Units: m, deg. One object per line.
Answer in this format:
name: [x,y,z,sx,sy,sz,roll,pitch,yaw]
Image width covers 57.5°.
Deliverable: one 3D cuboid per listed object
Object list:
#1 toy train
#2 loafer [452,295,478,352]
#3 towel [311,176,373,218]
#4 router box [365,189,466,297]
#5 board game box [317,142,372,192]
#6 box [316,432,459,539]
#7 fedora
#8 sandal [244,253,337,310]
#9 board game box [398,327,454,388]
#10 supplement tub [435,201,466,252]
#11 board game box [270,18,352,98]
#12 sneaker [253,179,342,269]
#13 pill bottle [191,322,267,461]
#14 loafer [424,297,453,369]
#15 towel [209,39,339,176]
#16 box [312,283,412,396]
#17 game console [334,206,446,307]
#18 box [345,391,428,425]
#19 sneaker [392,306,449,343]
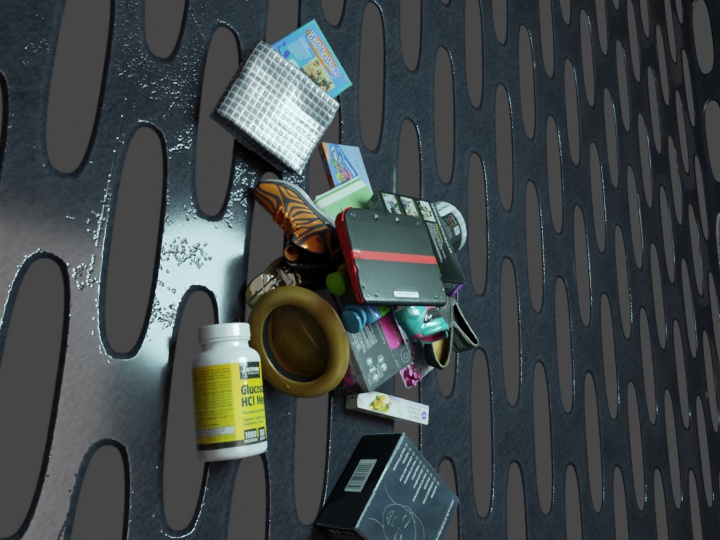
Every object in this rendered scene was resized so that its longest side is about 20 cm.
toy train: [-0.020,0.001,1.118,0.115,0.084,0.203,-31,95,-52]
loafer: [0.197,0.086,1.433,0.072,0.062,0.203,-40,107,-39]
towel: [0.011,-0.083,1.262,0.201,0.023,0.152,50,44,8]
router box: [0.103,-0.052,1.245,0.146,0.051,0.203,8,51,-32]
board game box: [-0.018,-0.164,1.337,0.102,0.019,0.204,-1,68,-43]
box: [0.056,0.444,1.209,0.198,0.123,0.201,50,51,-19]
fedora: [-0.101,0.117,1.141,0.204,0.197,0.082,65,18,-8]
sandal: [-0.132,0.010,1.201,0.198,0.054,0.081,-34,96,-27]
board game box: [0.128,0.118,1.423,0.199,0.026,0.204,-29,100,-43]
supplement tub: [0.131,-0.060,1.405,0.199,0.121,0.125,-32,100,-43]
board game box: [-0.120,-0.390,1.311,0.200,0.045,0.154,-46,110,-38]
sneaker: [-0.122,-0.080,1.163,0.198,0.078,0.112,32,45,5]
pill bottle: [-0.209,0.190,1.038,0.111,0.111,0.205,1,79,-41]
loafer: [0.166,0.104,1.361,0.071,0.072,0.205,-6,93,-8]
towel: [-0.150,-0.289,1.194,0.198,0.085,0.168,33,78,-23]
box: [-0.014,0.115,1.235,0.131,0.114,0.204,-26,95,-41]
game console: [0.053,-0.021,1.119,0.197,0.031,0.181,3,63,-37]
box: [0.056,0.273,1.309,0.198,0.041,0.040,23,65,-37]
sneaker: [0.133,0.076,1.271,0.199,0.083,0.123,-36,100,-52]
